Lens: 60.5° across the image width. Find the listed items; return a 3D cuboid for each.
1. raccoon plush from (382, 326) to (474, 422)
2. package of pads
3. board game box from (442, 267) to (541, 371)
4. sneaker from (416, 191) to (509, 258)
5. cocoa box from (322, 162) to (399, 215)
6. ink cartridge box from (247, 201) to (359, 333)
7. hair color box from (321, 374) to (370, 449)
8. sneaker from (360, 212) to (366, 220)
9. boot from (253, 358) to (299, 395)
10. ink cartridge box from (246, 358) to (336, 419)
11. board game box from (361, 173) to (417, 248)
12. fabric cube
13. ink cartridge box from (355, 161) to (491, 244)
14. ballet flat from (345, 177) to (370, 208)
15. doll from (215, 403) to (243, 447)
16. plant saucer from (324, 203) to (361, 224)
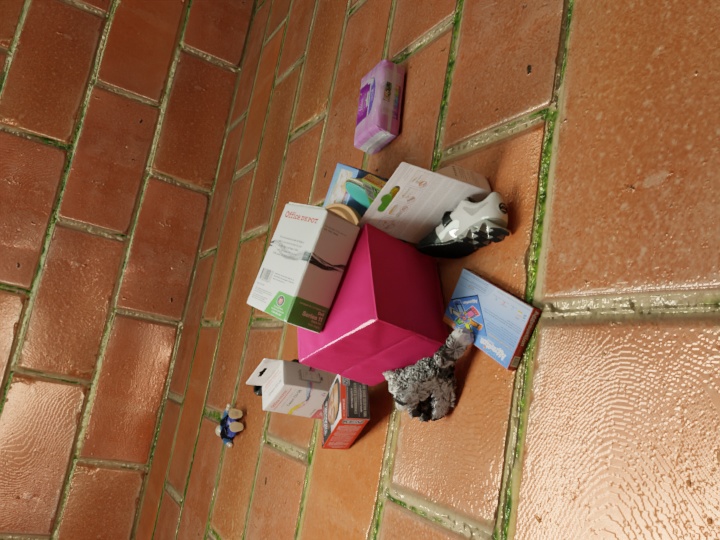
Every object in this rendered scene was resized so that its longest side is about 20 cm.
[{"bbox_3d":[0.123,0.171,1.078,0.200,0.097,0.134,-49,21,7],"label":"raccoon plush"},{"bbox_3d":[0.045,-0.397,1.511,0.120,0.075,0.201,-24,56,55],"label":"package of pads"},{"bbox_3d":[0.208,0.074,1.009,0.200,0.019,0.104,40,110,61],"label":"board game box"},{"bbox_3d":[0.181,-0.079,1.090,0.199,0.074,0.089,-20,58,47],"label":"sneaker"},{"bbox_3d":[-0.008,-0.125,1.404,0.133,0.131,0.201,34,107,62],"label":"cocoa box"},{"bbox_3d":[-0.102,-0.009,1.088,0.146,0.083,0.201,17,85,52],"label":"ink cartridge box"},{"bbox_3d":[-0.033,0.286,1.253,0.200,0.061,0.102,114,158,-54],"label":"hair color box"},{"bbox_3d":[0.044,-0.047,1.231,0.200,0.080,0.087,78,173,-57],"label":"sneaker"},{"bbox_3d":[-0.152,0.227,1.464,0.212,0.157,0.080,-62,29,23],"label":"boot"},{"bbox_3d":[-0.145,0.267,1.382,0.117,0.199,0.068,-52,34,37],"label":"ink cartridge box"},{"bbox_3d":[0.064,-0.091,1.222,0.095,0.030,0.201,36,153,44],"label":"board game box"},{"bbox_3d":[0.020,0.070,1.134,0.199,0.199,0.197,-33,48,35],"label":"fabric cube"},{"bbox_3d":[0.110,-0.123,1.101,0.163,0.199,0.057,-52,35,36],"label":"ink cartridge box"},{"bbox_3d":[0.058,-0.142,1.276,0.062,0.200,0.068,-44,-22,-24],"label":"ballet flat"},{"bbox_3d":[-0.417,0.489,1.953,0.200,0.048,0.137,135,132,-54],"label":"doll"},{"bbox_3d":[-0.066,-0.045,1.311,0.200,0.032,0.202,-13,72,44],"label":"plant saucer"}]
